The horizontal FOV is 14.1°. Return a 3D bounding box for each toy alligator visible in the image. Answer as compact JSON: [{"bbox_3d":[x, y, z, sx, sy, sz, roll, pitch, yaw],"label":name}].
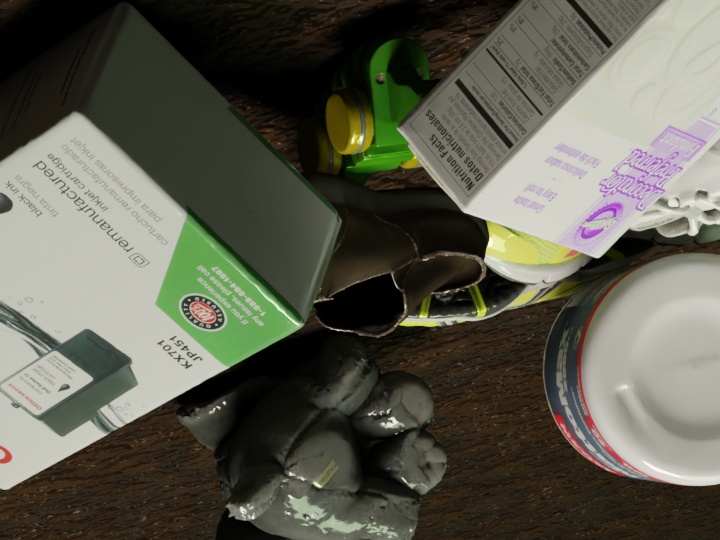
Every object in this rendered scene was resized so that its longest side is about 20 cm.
[{"bbox_3d":[-0.003,-0.070,1.383,0.059,0.054,0.200,-8,168,-22],"label":"toy alligator"}]

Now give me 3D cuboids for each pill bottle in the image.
[{"bbox_3d":[0.161,0.054,1.560,0.120,0.120,0.200,-15,179,-6],"label":"pill bottle"}]

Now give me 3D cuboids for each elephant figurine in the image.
[{"bbox_3d":[-0.050,0.125,1.811,0.155,0.142,0.200,30,155,-27],"label":"elephant figurine"}]

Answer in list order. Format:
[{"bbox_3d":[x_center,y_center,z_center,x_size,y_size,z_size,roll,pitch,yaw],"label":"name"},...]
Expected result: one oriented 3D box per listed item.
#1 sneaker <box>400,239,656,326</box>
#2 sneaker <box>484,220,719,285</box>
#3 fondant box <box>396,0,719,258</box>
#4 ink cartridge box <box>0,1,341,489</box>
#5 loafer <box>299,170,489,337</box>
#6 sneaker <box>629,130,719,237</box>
[{"bbox_3d":[0.073,-0.002,1.610,0.200,0.075,0.076,-10,160,-17],"label":"sneaker"},{"bbox_3d":[0.134,-0.054,1.531,0.200,0.078,0.090,-14,156,-31],"label":"sneaker"},{"bbox_3d":[0.130,-0.102,1.295,0.200,0.058,0.144,-45,154,16],"label":"fondant box"},{"bbox_3d":[-0.134,-0.005,1.293,0.200,0.083,0.147,-30,118,34],"label":"ink cartridge box"},{"bbox_3d":[0.000,0.000,1.404,0.073,0.071,0.200,-18,167,31],"label":"loafer"},{"bbox_3d":[0.169,-0.053,1.391,0.200,0.087,0.075,11,164,42],"label":"sneaker"}]
